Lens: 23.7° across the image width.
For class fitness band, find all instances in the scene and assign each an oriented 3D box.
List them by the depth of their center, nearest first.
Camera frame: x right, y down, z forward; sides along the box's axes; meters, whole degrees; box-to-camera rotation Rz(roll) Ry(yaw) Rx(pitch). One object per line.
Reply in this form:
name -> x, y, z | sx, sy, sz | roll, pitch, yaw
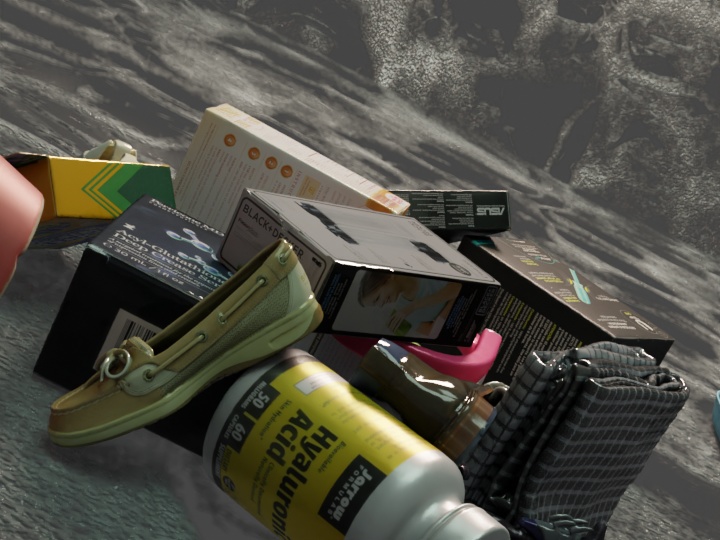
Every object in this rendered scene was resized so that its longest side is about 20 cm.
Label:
fitness band -> 0.043, 0.047, 1.404 | 0.143, 0.038, 0.200 | 30, 15, 4

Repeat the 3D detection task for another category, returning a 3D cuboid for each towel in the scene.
towel -> 0.169, 0.142, 1.365 | 0.085, 0.167, 0.199 | 40, 18, 27

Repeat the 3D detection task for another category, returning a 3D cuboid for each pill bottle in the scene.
pill bottle -> -0.001, 0.147, 1.132 | 0.199, 0.112, 0.111 | 34, 15, 29

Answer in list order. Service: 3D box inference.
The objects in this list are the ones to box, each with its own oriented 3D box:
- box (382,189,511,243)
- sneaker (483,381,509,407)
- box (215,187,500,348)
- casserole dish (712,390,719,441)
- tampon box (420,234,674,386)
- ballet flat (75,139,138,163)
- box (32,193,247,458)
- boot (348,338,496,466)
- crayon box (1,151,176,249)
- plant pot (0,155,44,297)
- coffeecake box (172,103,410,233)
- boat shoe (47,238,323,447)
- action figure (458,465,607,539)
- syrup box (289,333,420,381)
box -> 0.021, -0.049, 1.751 | 0.198, 0.048, 0.192 | -1, -3, -30
sneaker -> 0.119, 0.136, 1.474 | 0.075, 0.082, 0.200 | 29, 12, 17
box -> 0.000, 0.000, 1.315 | 0.199, 0.061, 0.116 | 8, 24, -49
casserole dish -> 0.460, 0.198, 1.976 | 0.120, 0.039, 0.200 | 27, 14, -2
tampon box -> 0.184, 0.070, 1.732 | 0.199, 0.127, 0.149 | 36, 17, 30
ballet flat -> -0.234, -0.086, 1.641 | 0.071, 0.073, 0.200 | 21, 15, -23
box -> -0.138, 0.037, 1.290 | 0.147, 0.108, 0.200 | 26, 13, -2
boot -> 0.041, 0.085, 1.236 | 0.097, 0.075, 0.200 | 40, -4, -1
crayon box -> -0.254, -0.053, 1.380 | 0.124, 0.052, 0.199 | -12, -6, 27
plant pot -> -0.311, -0.033, 1.089 | 0.176, 0.201, 0.201 | 33, 11, -18
coffeecake box -> -0.078, -0.036, 1.571 | 0.198, 0.155, 0.073 | 29, 14, 6
boat shoe -> -0.122, 0.050, 1.136 | 0.064, 0.199, 0.073 | 66, -10, -15
action figure -> 0.078, 0.186, 1.238 | 0.198, 0.070, 0.130 | 22, 19, -7
syrup box -> -0.042, 0.056, 1.457 | 0.199, 0.082, 0.078 | 37, 17, 30
